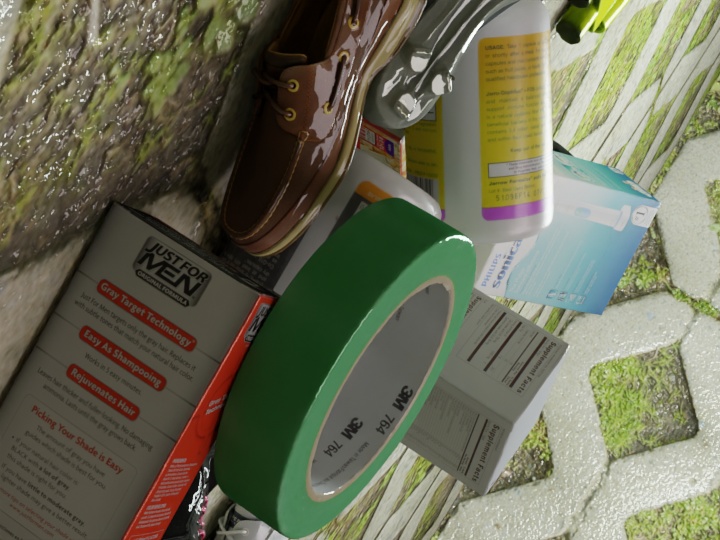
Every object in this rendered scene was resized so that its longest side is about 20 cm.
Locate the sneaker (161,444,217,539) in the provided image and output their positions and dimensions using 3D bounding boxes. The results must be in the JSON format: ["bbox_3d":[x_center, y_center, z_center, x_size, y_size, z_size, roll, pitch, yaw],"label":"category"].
[{"bbox_3d":[-0.136,0.186,0.914,0.200,0.095,0.080,-42,156,-53],"label":"sneaker"}]

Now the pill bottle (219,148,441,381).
[{"bbox_3d":[-0.041,0.017,0.862,0.201,0.116,0.116,-59,165,0],"label":"pill bottle"}]

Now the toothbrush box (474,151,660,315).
[{"bbox_3d":[0.201,-0.046,1.416,0.198,0.085,0.148,9,115,-36],"label":"toothbrush box"}]

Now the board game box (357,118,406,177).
[{"bbox_3d":[0.055,-0.116,1.060,0.152,0.046,0.201,-54,164,-21],"label":"board game box"}]

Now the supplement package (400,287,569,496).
[{"bbox_3d":[0.063,0.081,1.159,0.110,0.199,0.114,-46,161,-39],"label":"supplement package"}]

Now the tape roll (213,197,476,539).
[{"bbox_3d":[-0.005,0.057,0.768,0.201,0.048,0.201,-48,157,-27],"label":"tape roll"}]

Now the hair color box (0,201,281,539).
[{"bbox_3d":[-0.131,0.078,0.707,0.201,0.101,0.061,-60,164,3],"label":"hair color box"}]

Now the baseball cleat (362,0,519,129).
[{"bbox_3d":[0.052,-0.180,0.818,0.200,0.106,0.070,-47,133,-9],"label":"baseball cleat"}]

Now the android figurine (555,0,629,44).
[{"bbox_3d":[0.272,-0.332,1.381,0.201,0.041,0.183,-52,163,-23],"label":"android figurine"}]

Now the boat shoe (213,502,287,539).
[{"bbox_3d":[-0.098,0.233,1.194,0.200,0.072,0.069,-47,140,-21],"label":"boat shoe"}]

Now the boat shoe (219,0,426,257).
[{"bbox_3d":[-0.035,-0.107,0.762,0.067,0.072,0.202,21,97,-47],"label":"boat shoe"}]

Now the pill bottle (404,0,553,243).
[{"bbox_3d":[0.080,-0.126,0.909,0.104,0.103,0.203,-30,121,-61],"label":"pill bottle"}]

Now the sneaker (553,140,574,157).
[{"bbox_3d":[0.180,-0.062,1.502,0.074,0.084,0.202,-33,148,-56],"label":"sneaker"}]
